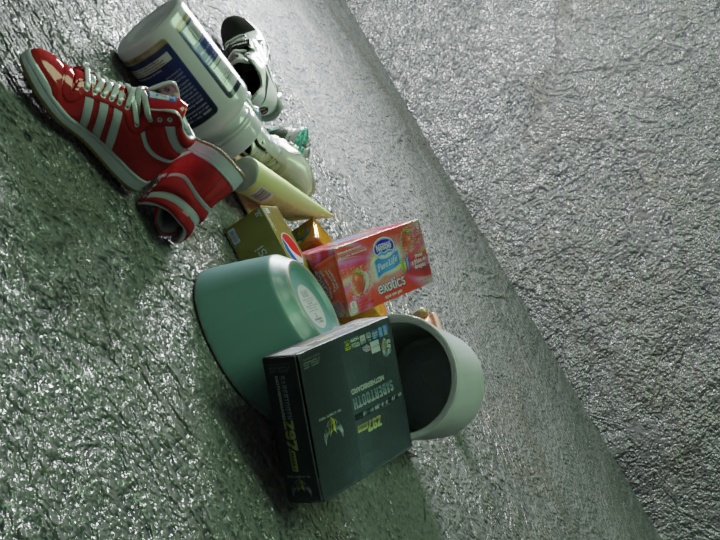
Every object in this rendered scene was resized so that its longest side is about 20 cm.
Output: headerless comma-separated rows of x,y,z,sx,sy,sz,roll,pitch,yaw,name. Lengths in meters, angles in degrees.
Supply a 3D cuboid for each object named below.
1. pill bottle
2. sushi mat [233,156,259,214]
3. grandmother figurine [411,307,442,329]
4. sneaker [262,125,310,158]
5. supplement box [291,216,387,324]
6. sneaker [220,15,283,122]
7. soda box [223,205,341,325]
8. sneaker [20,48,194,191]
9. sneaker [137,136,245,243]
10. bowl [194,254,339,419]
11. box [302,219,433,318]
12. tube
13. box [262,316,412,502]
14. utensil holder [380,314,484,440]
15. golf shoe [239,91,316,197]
-0.219,-0.244,1.549,0.201,0.110,0.112,52,16,-26,pill bottle
-0.173,-0.134,1.679,0.202,0.012,0.096,61,13,1,sushi mat
0.144,0.162,2.089,0.121,0.060,0.202,25,33,-51,grandmother figurine
-0.126,-0.188,1.830,0.200,0.090,0.079,92,10,-79,sneaker
-0.036,0.018,1.739,0.201,0.066,0.069,51,16,-32,supplement box
-0.189,-0.347,1.929,0.202,0.073,0.088,65,14,22,sneaker
-0.097,0.018,1.537,0.202,0.063,0.068,62,15,6,soda box
-0.260,-0.183,1.252,0.200,0.112,0.072,47,18,-39,sneaker
-0.218,-0.099,1.382,0.071,0.113,0.199,48,-12,-27,sneaker
-0.095,0.062,1.377,0.202,0.104,0.202,53,16,-22,bowl
0.000,0.000,1.642,0.199,0.102,0.096,-20,98,-48,box
-0.116,-0.104,1.674,0.058,0.052,0.199,44,7,32,tube
-0.021,0.149,1.299,0.199,0.050,0.161,-17,99,-56,box
0.081,0.156,1.665,0.172,0.168,0.200,63,14,16,utensil holder
-0.144,-0.166,1.688,0.200,0.078,0.098,47,21,-16,golf shoe
